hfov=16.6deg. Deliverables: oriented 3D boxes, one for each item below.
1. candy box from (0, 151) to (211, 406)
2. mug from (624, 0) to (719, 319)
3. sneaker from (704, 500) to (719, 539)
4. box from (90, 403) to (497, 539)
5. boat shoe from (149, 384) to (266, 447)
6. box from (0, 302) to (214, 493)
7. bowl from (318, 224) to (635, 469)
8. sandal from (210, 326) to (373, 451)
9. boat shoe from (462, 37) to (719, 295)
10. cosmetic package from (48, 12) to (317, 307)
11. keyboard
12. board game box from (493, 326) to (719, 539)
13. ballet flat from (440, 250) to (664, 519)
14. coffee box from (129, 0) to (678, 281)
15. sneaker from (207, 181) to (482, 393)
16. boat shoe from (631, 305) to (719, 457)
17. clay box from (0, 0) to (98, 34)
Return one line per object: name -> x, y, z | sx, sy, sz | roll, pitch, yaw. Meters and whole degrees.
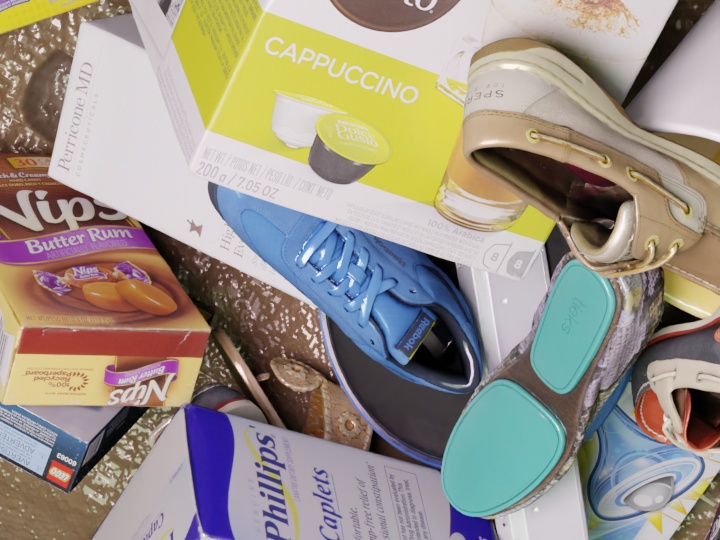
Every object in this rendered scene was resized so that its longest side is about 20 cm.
candy box -> -0.178, 0.001, 1.425 | 0.116, 0.200, 0.057 | 2, 119, -30
mug -> 0.211, -0.064, 1.316 | 0.149, 0.154, 0.187 | 25, 148, 10
sneaker -> 0.212, 0.196, 1.425 | 0.075, 0.116, 0.202 | 13, 112, 13
box -> -0.049, 0.189, 1.406 | 0.199, 0.105, 0.184 | 17, 128, -25
boat shoe -> -0.103, 0.122, 1.483 | 0.063, 0.071, 0.201 | 56, 155, 24
box -> -0.184, 0.044, 1.454 | 0.136, 0.200, 0.038 | 27, 116, 8
bowl -> 0.064, 0.022, 1.428 | 0.199, 0.039, 0.202 | 6, 102, 29
sandal -> -0.012, 0.106, 1.507 | 0.069, 0.078, 0.213 | -31, 106, -7
boat shoe -> 0.124, -0.032, 1.207 | 0.199, 0.067, 0.074 | 32, 148, -21
cosmetic package -> -0.077, -0.067, 1.427 | 0.199, 0.074, 0.102 | 24, 112, 23
keyboard -> 0.091, 0.073, 1.394 | 0.056, 0.011, 0.202 | -6, 96, 25
board game box -> 0.129, 0.119, 1.469 | 0.135, 0.034, 0.201 | 34, 115, 5
ballet flat -> 0.111, 0.060, 1.336 | 0.072, 0.072, 0.201 | 33, 130, 5
coffee box -> 0.019, -0.151, 1.281 | 0.198, 0.200, 0.199 | 17, 116, -24
sneaker -> 0.000, 0.000, 1.329 | 0.066, 0.078, 0.200 | -45, 127, 4
boat shoe -> 0.189, 0.066, 1.318 | 0.071, 0.063, 0.200 | 25, 159, -7
clay box -> -0.214, -0.163, 1.439 | 0.199, 0.115, 0.048 | -15, 103, 21
